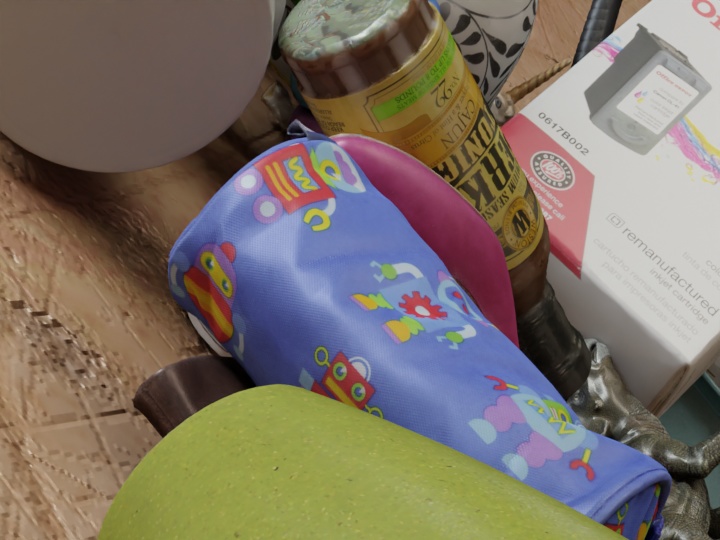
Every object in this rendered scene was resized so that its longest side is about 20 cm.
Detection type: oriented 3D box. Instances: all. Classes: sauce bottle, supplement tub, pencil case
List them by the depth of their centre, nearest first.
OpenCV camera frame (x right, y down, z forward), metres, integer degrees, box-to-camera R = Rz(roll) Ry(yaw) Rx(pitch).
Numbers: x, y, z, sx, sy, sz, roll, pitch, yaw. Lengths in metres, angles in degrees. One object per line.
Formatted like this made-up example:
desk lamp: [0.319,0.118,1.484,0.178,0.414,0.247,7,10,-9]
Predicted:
pencil case: [0.021,0.039,0.828,0.087,0.078,0.200,-15,51,-44]
sauce bottle: [0.038,-0.029,0.982,0.201,0.064,0.065,58,11,-32]
supplement tub: [-0.105,-0.144,0.998,0.144,0.145,0.201,34,23,-27]

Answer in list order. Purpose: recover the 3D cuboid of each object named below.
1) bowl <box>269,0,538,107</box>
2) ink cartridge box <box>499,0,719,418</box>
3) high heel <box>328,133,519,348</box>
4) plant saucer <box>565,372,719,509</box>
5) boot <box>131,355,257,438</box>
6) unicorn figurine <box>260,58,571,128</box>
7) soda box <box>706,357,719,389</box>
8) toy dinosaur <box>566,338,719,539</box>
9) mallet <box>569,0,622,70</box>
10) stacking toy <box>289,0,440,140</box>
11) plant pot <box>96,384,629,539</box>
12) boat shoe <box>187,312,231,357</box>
bowl: [0.025,-0.165,1.173,0.200,0.094,0.202,29,43,-32]
ink cartridge box: [0.146,-0.035,1.183,0.147,0.086,0.200,42,55,10]
high heel: [0.025,0.044,0.939,0.096,0.067,0.201,-74,148,-44]
plant saucer: [0.143,0.073,1.191,0.200,0.070,0.019,52,-8,18]
boot: [0.020,0.098,0.880,0.199,0.072,0.167,4,47,-56]
unicorn figurine: [0.019,-0.080,1.246,0.137,0.074,0.201,40,37,-15]
soda box: [0.171,0.031,1.311,0.064,0.068,0.200,41,20,-11]
toy dinosaur: [0.127,0.116,1.055,0.201,0.102,0.077,-89,157,-48]
mallet: [0.101,-0.077,1.263,0.066,0.202,0.041,23,-16,-40]
stacking toy: [-0.005,-0.133,1.063,0.085,0.085,0.202,-70,151,-68]
plant pot: [0.015,0.129,0.698,0.187,0.188,0.200,18,20,-51]
boat shoe: [0.000,0.000,1.037,0.072,0.068,0.200,52,21,18]
